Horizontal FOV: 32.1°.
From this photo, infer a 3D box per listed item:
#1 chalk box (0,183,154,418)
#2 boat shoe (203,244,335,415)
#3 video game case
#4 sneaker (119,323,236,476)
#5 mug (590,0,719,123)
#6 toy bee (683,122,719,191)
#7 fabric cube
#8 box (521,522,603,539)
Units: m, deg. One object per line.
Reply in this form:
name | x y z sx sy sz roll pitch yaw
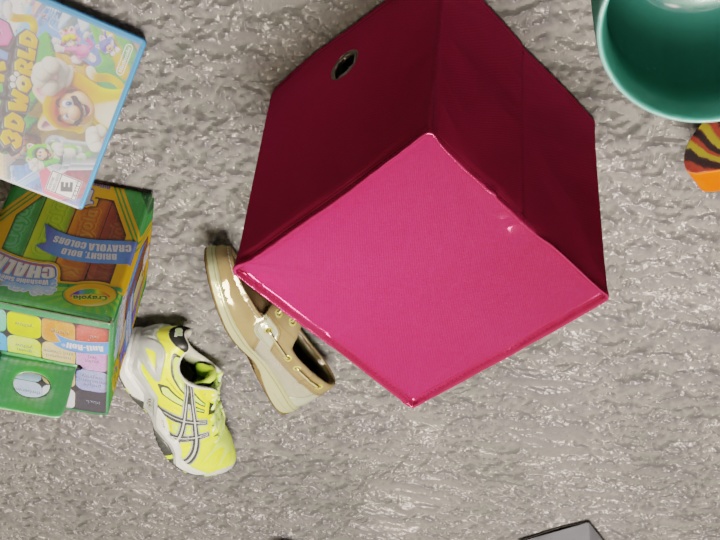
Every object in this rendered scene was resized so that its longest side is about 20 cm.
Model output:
chalk box | -0.257 0.033 1.057 0.124 0.201 0.125 11 135 -4
boat shoe | -0.081 0.047 1.149 0.066 0.074 0.201 -20 131 8
video game case | -0.282 -0.149 0.960 0.198 0.018 0.144 21 99 -14
sneaker | -0.166 0.133 1.231 0.076 0.076 0.201 -13 132 19
mug | 0.238 -0.184 0.851 0.151 0.115 0.186 -17 130 21
toy bee | 0.351 -0.107 0.938 0.198 0.110 0.131 12 163 16
fabric cube | 0.047 -0.059 0.935 0.195 0.200 0.200 -31 124 32
box | 0.255 0.411 1.378 0.096 0.177 0.200 -21 128 25
